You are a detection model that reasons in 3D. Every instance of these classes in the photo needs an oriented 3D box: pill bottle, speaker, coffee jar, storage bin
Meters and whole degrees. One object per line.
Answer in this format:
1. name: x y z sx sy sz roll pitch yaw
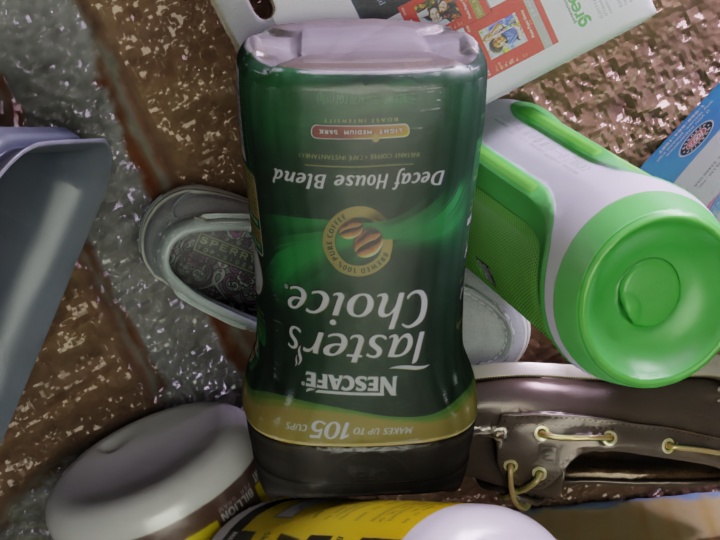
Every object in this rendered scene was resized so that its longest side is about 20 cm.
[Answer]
1. pill bottle: -0.064 0.172 0.909 0.108 0.109 0.201 -24 109 -3
2. speaker: 0.088 -0.017 0.829 0.088 0.200 0.089 -5 109 -16
3. pill bottle: 0.024 0.150 0.778 0.111 0.199 0.113 5 82 -39
4. coffee jar: 0.000 0.000 0.803 0.103 0.085 0.202 -2 112 -4
5. storage bin: -0.214 0.005 0.831 0.133 0.145 0.201 27 101 11

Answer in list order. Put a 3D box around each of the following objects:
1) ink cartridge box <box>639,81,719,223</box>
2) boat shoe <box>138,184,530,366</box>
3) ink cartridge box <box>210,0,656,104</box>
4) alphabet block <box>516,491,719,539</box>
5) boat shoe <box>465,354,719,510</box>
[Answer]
1. ink cartridge box: 0.227 -0.044 0.850 0.085 0.200 0.145 41 96 -18
2. boat shoe: -0.008 0.016 0.893 0.199 0.072 0.071 17 103 -15
3. ink cartridge box: 0.006 -0.167 0.836 0.174 0.084 0.201 -27 109 1
4. alphabet block: 0.144 0.238 0.919 0.194 0.200 0.197 -6 107 -8
5. boat shoe: 0.094 0.082 0.926 0.198 0.072 0.060 -3 65 -12
